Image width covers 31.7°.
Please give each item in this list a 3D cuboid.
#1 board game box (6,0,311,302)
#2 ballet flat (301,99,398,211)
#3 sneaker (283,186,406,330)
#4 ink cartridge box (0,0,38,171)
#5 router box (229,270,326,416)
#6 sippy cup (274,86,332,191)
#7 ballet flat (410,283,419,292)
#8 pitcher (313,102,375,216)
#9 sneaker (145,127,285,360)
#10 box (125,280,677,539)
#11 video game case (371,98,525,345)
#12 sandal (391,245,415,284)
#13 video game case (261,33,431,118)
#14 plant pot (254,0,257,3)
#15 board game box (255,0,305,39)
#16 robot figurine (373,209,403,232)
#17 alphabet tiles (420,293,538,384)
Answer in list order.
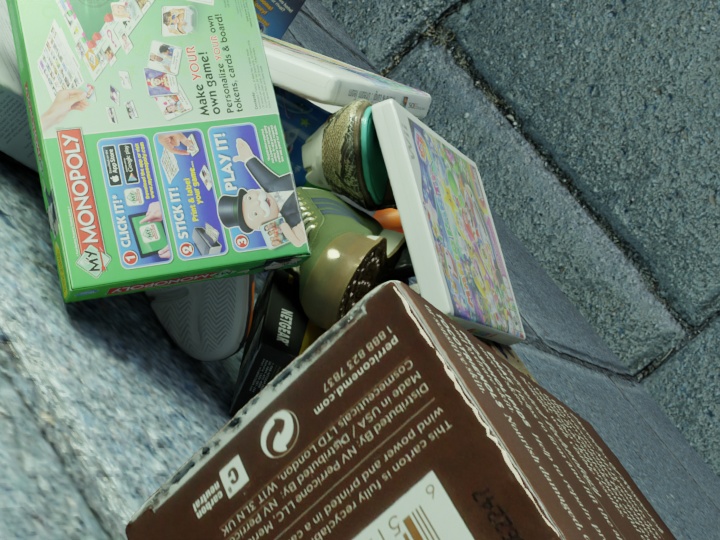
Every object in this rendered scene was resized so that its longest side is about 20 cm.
[{"bbox_3d":[-0.113,-0.091,0.693,0.029,0.133,0.202,142,-63,-66],"label":"board game box"},{"bbox_3d":[0.002,-0.074,0.894,0.075,0.069,0.200,4,-4,21],"label":"ballet flat"},{"bbox_3d":[-0.029,-0.012,0.800,0.089,0.068,0.200,26,9,7],"label":"sneaker"},{"bbox_3d":[-0.224,-0.139,0.781,0.200,0.043,0.197,38,16,-53],"label":"ink cartridge box"},{"bbox_3d":[0.003,0.063,0.830,0.156,0.053,0.200,24,16,-8],"label":"router box"},{"bbox_3d":[-0.087,-0.094,0.994,0.130,0.140,0.178,36,-9,-9],"label":"sippy cup"},{"bbox_3d":[0.021,0.034,1.089,0.200,0.071,0.069,32,20,-55],"label":"ballet flat"},{"bbox_3d":[-0.066,-0.111,1.181,0.200,0.121,0.172,40,-7,17],"label":"pitcher"},{"bbox_3d":[-0.082,-0.049,0.775,0.112,0.077,0.202,-6,86,-62],"label":"sneaker"},{"bbox_3d":[0.040,0.144,0.541,0.200,0.166,0.165,36,16,-49],"label":"box"},{"bbox_3d":[0.065,-0.026,0.871,0.200,0.018,0.144,20,54,-68],"label":"video game case"},{"bbox_3d":[0.001,0.000,0.994,0.200,0.075,0.048,8,-69,61],"label":"sandal"},{"bbox_3d":[-0.067,-0.156,0.935,0.199,0.024,0.182,23,12,21],"label":"video game case"},{"bbox_3d":[-0.184,-0.267,1.047,0.195,0.195,0.200,51,6,18],"label":"plant pot"},{"bbox_3d":[-0.134,-0.278,1.222,0.200,0.200,0.062,41,13,-33],"label":"board game box"},{"bbox_3d":[0.006,-0.073,1.289,0.143,0.117,0.200,35,17,-29],"label":"robot figurine"},{"bbox_3d":[0.105,0.084,0.871,0.167,0.006,0.200,54,12,13],"label":"alphabet tiles"}]
